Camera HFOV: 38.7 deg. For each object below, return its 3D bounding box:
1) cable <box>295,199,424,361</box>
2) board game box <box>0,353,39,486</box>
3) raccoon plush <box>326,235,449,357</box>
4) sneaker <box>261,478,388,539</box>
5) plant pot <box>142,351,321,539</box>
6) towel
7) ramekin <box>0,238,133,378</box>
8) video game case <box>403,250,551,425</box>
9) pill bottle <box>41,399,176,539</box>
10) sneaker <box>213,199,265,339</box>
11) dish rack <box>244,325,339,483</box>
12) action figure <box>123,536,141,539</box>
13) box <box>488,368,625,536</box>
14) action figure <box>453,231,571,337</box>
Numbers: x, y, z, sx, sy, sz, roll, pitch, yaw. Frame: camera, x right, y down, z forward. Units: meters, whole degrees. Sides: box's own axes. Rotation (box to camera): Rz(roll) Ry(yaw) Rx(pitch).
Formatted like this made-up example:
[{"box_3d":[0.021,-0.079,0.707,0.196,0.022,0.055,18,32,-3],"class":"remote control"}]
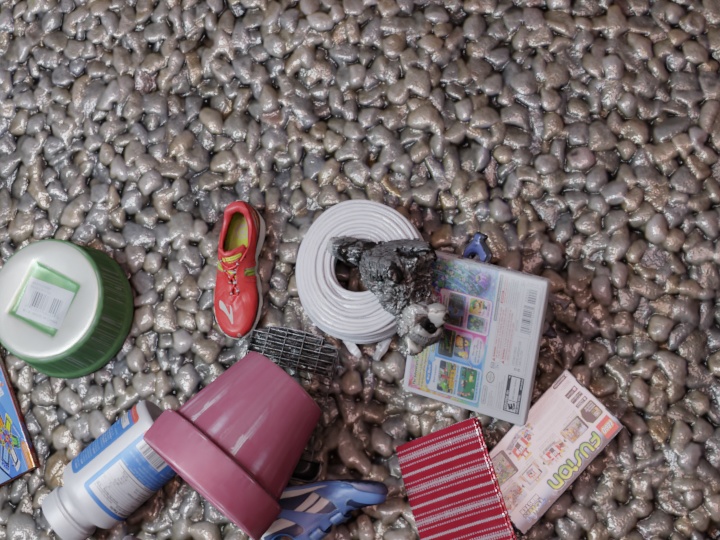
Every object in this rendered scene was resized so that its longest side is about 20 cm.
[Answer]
[{"box_3d":[0.000,0.000,1.457,0.199,0.069,0.201,38,89,16],"class":"cable"},{"box_3d":[-0.556,0.221,1.529,0.102,0.019,0.203,-26,75,4],"class":"board game box"},{"box_3d":[0.044,0.029,1.382,0.095,0.199,0.137,-19,113,-27],"class":"raccoon plush"},{"box_3d":[-0.054,0.329,1.398,0.196,0.074,0.084,-13,75,15],"class":"sneaker"},{"box_3d":[-0.152,0.214,1.332,0.199,0.201,0.180,36,73,15],"class":"plant pot"},{"box_3d":[0.130,0.313,1.370,0.143,0.022,0.203,-26,72,31],"class":"towel"},{"box_3d":[-0.443,0.052,1.506,0.196,0.098,0.204,-2,77,8],"class":"ramekin"},{"box_3d":[0.153,0.088,1.377,0.179,0.024,0.204,14,108,24],"class":"video game case"},{"box_3d":[-0.343,0.286,1.432,0.199,0.112,0.113,-39,75,-1],"class":"pill bottle"},{"box_3d":[-0.184,-0.004,1.484,0.075,0.085,0.204,-2,77,9],"class":"sneaker"},{"box_3d":[-0.111,0.184,1.448,0.150,0.055,0.204,12,78,10],"class":"dish rack"},{"box_3d":[-0.334,0.446,1.373,0.192,0.104,0.204,-19,91,45],"class":"action figure"},{"box_3d":[0.248,0.245,1.384,0.200,0.035,0.110,-46,75,-3],"class":"box"},{"box_3d":[0.171,0.054,1.428,0.193,0.104,0.202,40,116,22],"class":"action figure"}]
